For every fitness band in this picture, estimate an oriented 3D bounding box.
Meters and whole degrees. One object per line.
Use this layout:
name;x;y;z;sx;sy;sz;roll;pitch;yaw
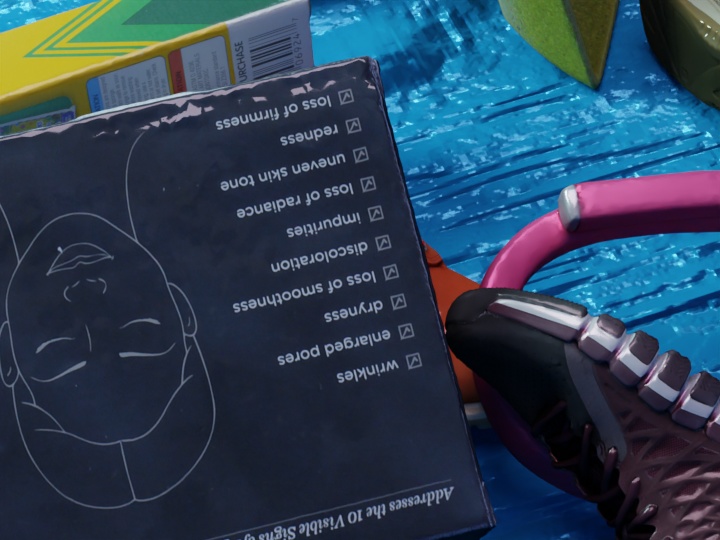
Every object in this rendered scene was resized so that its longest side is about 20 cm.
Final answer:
fitness band;0.147;0.029;1.157;0.199;0.037;0.144;-5;69;-8

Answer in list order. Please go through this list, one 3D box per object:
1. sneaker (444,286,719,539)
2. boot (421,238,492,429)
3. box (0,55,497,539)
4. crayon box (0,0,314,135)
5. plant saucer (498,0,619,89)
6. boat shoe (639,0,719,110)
sneaker;0.107;0.094;1.075;0.199;0.076;0.116;28;73;2
boot;0.000;0.000;1.199;0.199;0.108;0.075;22;47;23
box;-0.069;0.040;1.089;0.199;0.124;0.198;-13;78;-8
crayon box;-0.118;-0.062;1.259;0.199;0.126;0.052;-20;45;-15
plant saucer;0.089;-0.226;1.368;0.048;0.200;0.200;-5;41;22
boat shoe;0.208;-0.096;1.302;0.066;0.072;0.201;-25;42;-13
